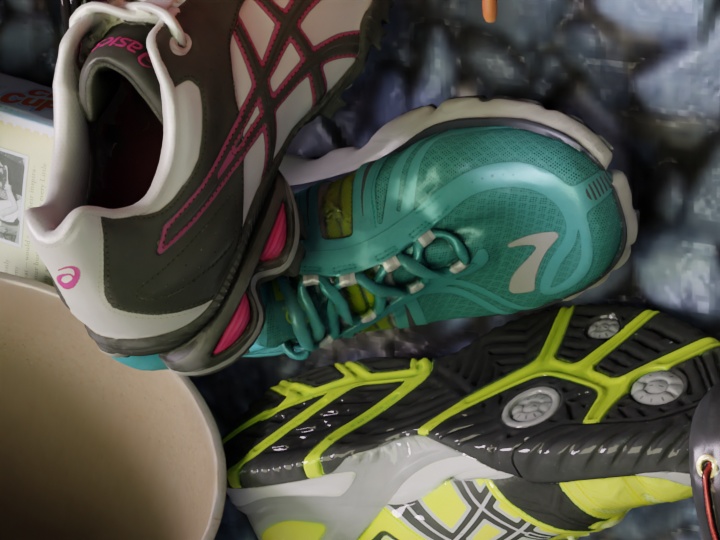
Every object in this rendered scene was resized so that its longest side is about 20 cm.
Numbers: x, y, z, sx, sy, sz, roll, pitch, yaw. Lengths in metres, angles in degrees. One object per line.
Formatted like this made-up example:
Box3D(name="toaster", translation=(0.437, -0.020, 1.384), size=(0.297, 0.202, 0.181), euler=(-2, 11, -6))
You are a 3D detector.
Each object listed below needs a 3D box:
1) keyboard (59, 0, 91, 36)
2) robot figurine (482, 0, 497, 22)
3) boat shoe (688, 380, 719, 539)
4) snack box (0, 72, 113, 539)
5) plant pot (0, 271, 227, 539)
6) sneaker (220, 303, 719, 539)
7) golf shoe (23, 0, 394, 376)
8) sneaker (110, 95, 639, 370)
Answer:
Box3D(name="keyboard", translation=(-0.135, -0.105, 0.809), size=(0.127, 0.021, 0.200), euler=(1, 90, 12))
Box3D(name="robot figurine", translation=(0.024, -0.174, 0.745), size=(0.144, 0.117, 0.200), euler=(-21, 94, 11))
Box3D(name="boat shoe", translation=(0.153, 0.117, 0.780), size=(0.063, 0.074, 0.202), euler=(4, 124, 41))
Box3D(name="snack box", translation=(-0.133, 0.028, 0.955), size=(0.116, 0.037, 0.200), euler=(18, 115, 24))
Box3D(name="plant pot", translation=(-0.153, 0.134, 0.889), size=(0.187, 0.187, 0.200), euler=(30, 131, 20))
Box3D(name="sneaker", translation=(0.049, 0.065, 0.846), size=(0.200, 0.075, 0.076), euler=(-8, 122, 36))
Box3D(name="golf shoe", translation=(-0.046, -0.070, 0.791), size=(0.077, 0.088, 0.200), euler=(1, 65, 28))
Box3D(name="sneaker", translation=(0.000, 0.000, 0.833), size=(0.200, 0.080, 0.078), euler=(-13, 112, 35))
